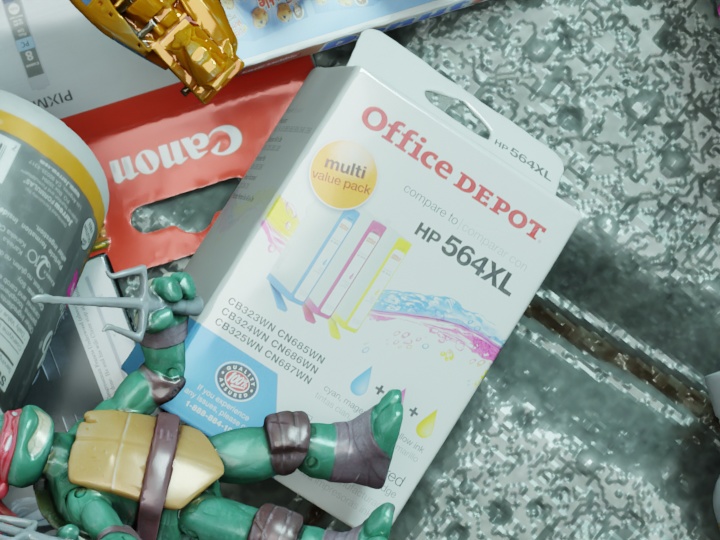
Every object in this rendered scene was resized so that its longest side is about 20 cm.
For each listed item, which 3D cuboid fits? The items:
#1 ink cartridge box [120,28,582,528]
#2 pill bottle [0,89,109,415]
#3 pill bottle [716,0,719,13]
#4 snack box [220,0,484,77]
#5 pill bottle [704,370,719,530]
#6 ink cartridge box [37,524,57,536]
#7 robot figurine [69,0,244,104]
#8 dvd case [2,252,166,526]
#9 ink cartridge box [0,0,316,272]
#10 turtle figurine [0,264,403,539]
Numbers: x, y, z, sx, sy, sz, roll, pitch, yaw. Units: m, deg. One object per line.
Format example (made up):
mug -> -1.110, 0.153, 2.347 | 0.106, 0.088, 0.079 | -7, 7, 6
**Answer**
ink cartridge box -> 0.000, 0.000, 1.253 | 0.128, 0.125, 0.201 | 32, 88, -10
pill bottle -> -0.198, 0.023, 1.226 | 0.116, 0.117, 0.201 | 19, 59, 4
pill bottle -> 0.213, -0.170, 1.264 | 0.116, 0.116, 0.201 | -15, 85, 2
snack box -> 0.013, -0.153, 1.296 | 0.199, 0.024, 0.072 | -18, 86, -17
pill bottle -> 0.228, 0.131, 1.251 | 0.111, 0.112, 0.201 | -19, 86, 1
ink cartridge box -> -0.185, 0.150, 1.199 | 0.196, 0.200, 0.047 | -8, 108, 0
robot figurine -> -0.104, -0.181, 1.223 | 0.145, 0.058, 0.200 | -45, 97, -3
dvd case -> -0.189, 0.097, 1.313 | 0.199, 0.025, 0.151 | -21, 90, 0
ink cartridge box -> -0.106, -0.107, 1.316 | 0.159, 0.047, 0.201 | -17, 84, 2
turtle figurine -> -0.085, 0.078, 1.138 | 0.198, 0.101, 0.151 | 11, 65, -6
